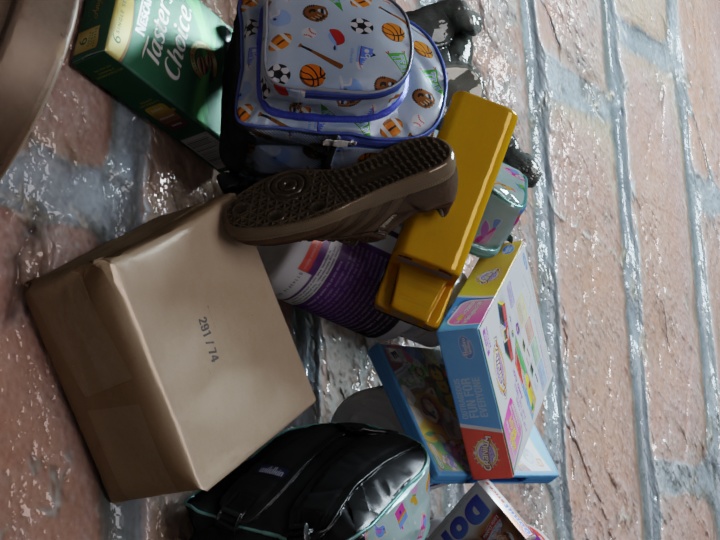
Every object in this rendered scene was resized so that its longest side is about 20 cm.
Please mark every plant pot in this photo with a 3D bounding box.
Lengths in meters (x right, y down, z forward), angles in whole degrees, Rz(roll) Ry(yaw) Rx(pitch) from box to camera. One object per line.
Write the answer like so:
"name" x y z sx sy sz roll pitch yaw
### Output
"plant pot" -0.312 -0.157 1.011 0.174 0.200 0.201 28 56 -28

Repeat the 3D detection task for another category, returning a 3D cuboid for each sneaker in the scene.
"sneaker" -0.011 -0.046 1.240 0.071 0.199 0.076 -112 -172 -46

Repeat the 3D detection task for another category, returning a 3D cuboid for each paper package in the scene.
"paper package" -0.150 0.061 1.223 0.191 0.103 0.201 -35 107 -54

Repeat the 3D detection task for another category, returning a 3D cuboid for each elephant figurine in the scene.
"elephant figurine" 0.093 -0.182 1.615 0.142 0.155 0.201 43 33 -70

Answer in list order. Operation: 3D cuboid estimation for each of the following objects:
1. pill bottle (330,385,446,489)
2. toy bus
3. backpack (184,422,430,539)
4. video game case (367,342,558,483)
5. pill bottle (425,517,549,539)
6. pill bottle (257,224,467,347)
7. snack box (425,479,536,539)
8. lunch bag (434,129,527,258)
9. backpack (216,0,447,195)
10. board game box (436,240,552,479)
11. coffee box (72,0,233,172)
"pill bottle" 0.066 0.162 1.492 0.200 0.111 0.112 -4 83 -56
"toy bus" 0.075 -0.051 1.327 0.078 0.065 0.201 113 -2 -76
"backpack" -0.031 0.219 1.284 0.200 0.175 0.154 -45 133 -50
"video game case" 0.102 0.139 1.435 0.200 0.018 0.143 10 47 -49
"pill bottle" 0.112 0.308 1.509 0.200 0.112 0.113 15 67 -53
"pill bottle" 0.000 0.000 1.403 0.200 0.111 0.112 25 58 -27
"snack box" 0.077 0.288 1.386 0.024 0.200 0.072 2 41 -54
"lunch bag" 0.068 -0.090 1.459 0.200 0.077 0.160 27 15 -2
"backpack" -0.020 -0.161 1.304 0.190 0.154 0.201 10 59 -15
"board game box" 0.131 0.081 1.410 0.200 0.040 0.154 -53 132 -61
"coffee box" -0.165 -0.187 1.335 0.200 0.044 0.123 38 50 -43
